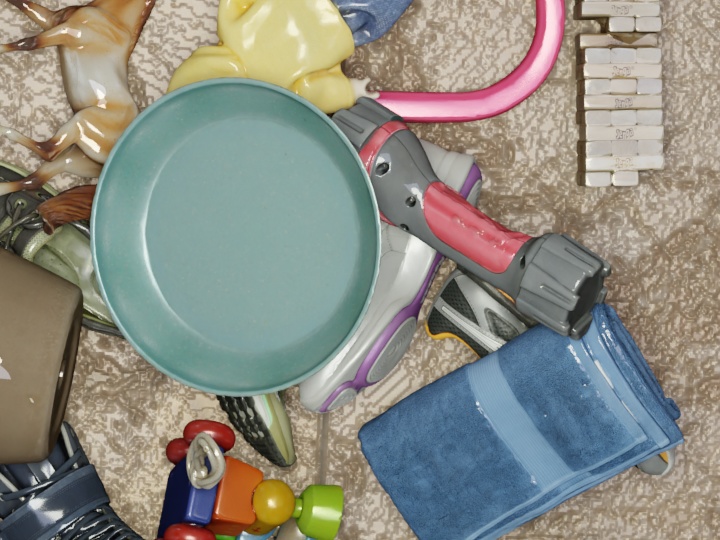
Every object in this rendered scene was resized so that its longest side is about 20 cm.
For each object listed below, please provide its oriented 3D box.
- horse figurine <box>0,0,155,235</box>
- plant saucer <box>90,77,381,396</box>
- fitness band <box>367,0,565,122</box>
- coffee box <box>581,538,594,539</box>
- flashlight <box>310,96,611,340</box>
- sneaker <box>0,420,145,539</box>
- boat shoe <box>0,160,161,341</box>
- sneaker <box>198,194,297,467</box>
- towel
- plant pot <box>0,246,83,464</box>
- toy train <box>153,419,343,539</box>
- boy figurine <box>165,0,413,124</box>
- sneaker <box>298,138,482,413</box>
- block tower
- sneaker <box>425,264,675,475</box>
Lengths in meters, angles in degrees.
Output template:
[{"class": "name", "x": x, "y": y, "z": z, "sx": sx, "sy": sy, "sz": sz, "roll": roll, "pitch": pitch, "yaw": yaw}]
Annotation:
[{"class": "horse figurine", "x": -0.189, "y": -0.117, "z": 1.736, "sx": 0.132, "sy": 0.050, "sz": 0.201, "roll": -2, "pitch": 79, "yaw": -24}, {"class": "plant saucer", "x": -0.074, "y": -0.022, "z": 1.679, "sx": 0.199, "sy": 0.036, "sz": 0.201, "roll": 2, "pitch": 95, "yaw": 21}, {"class": "fitness band", "x": 0.036, "y": -0.170, "z": 1.766, "sx": 0.199, "sy": 0.037, "sz": 0.144, "roll": 1, "pitch": 94, "yaw": -2}, {"class": "coffee box", "x": 0.061, "y": 0.307, "z": 1.656, "sx": 0.199, "sy": 0.200, "sz": 0.198, "roll": -27, "pitch": 94, "yaw": -39}, {"class": "flashlight", "x": 0.064, "y": -0.035, "z": 1.668, "sx": 0.200, "sy": 0.068, "sz": 0.068, "roll": 32, "pitch": 97, "yaw": 23}, {"class": "sneaker", "x": -0.177, "y": 0.164, "z": 1.682, "sx": 0.077, "sy": 0.202, "sz": 0.146, "roll": -27, "pitch": 89, "yaw": -21}, {"class": "boat shoe", "x": -0.210, "y": -0.017, "z": 1.739, "sx": 0.201, "sy": 0.066, "sz": 0.072, "roll": 32, "pitch": 90, "yaw": -3}, {"class": "sneaker", "x": -0.056, "y": 0.029, "z": 1.751, "sx": 0.088, "sy": 0.077, "sz": 0.201, "roll": -15, "pitch": 97, "yaw": -19}, {"class": "towel", "x": 0.100, "y": 0.105, "z": 1.719, "sx": 0.200, "sy": 0.049, "sz": 0.112, "roll": -30, "pitch": 101, "yaw": 26}, {"class": "plant pot", "x": -0.269, "y": 0.047, "z": 1.669, "sx": 0.174, "sy": 0.200, "sz": 0.201, "roll": 11, "pitch": 91, "yaw": -1}, {"class": "toy train", "x": -0.062, "y": 0.145, "z": 1.687, "sx": 0.115, "sy": 0.200, "sz": 0.085, "roll": 12, "pitch": 74, "yaw": -11}, {"class": "boy figurine", "x": -0.039, "y": -0.150, "z": 1.715, "sx": 0.200, "sy": 0.064, "sz": 0.124, "roll": -39, "pitch": 91, "yaw": 5}, {"class": "sneaker", "x": 0.000, "y": 0.000, "z": 1.746, "sx": 0.099, "sy": 0.075, "sz": 0.200, "roll": 25, "pitch": 74, "yaw": 13}, {"class": "block tower", "x": 0.170, "y": -0.157, "z": 1.761, "sx": 0.054, "sy": 0.058, "sz": 0.201, "roll": -1, "pitch": 93, "yaw": -3}, {"class": "sneaker", "x": 0.128, "y": 0.067, "z": 1.760, "sx": 0.200, "sy": 0.078, "sz": 0.077, "roll": 44, "pitch": 103, "yaw": 0}]
